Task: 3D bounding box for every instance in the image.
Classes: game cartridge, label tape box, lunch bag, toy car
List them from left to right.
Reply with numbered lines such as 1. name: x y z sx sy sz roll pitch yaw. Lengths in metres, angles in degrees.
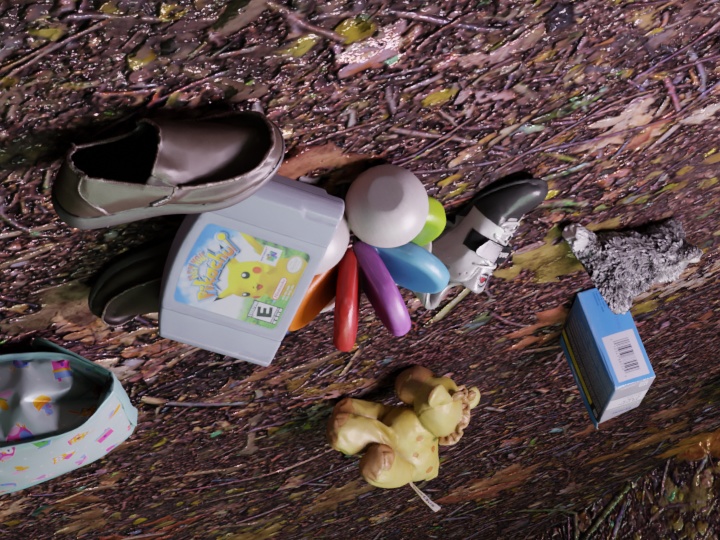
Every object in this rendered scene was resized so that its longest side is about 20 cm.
1. lunch bag: -0.339 0.153 1.760 0.197 0.123 0.171 -13 159 -5
2. game cartridge: -0.112 -0.003 1.556 0.132 0.041 0.201 18 123 -14
3. toy car: 0.000 0.000 1.654 0.198 0.151 0.175 -19 160 -4
4. label tape box: 0.339 0.121 2.316 0.065 0.145 0.200 -18 160 -6

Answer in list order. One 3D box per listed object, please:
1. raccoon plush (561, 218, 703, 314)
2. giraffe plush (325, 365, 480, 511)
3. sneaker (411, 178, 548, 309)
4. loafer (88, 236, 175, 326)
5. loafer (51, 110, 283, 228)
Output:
1. raccoon plush: 0.336 -0.025 2.029 0.133 0.097 0.200 -32 158 9
2. giraffe plush: 0.074 0.204 2.276 0.163 0.199 0.173 -54 -179 18
3. sneaker: 0.134 -0.026 1.820 0.199 0.089 0.074 -35 155 30
4. loafer: -0.178 0.009 1.618 0.199 0.072 0.073 -29 159 20
5. loafer: -0.155 -0.088 1.368 0.198 0.074 0.071 -19 154 -16
